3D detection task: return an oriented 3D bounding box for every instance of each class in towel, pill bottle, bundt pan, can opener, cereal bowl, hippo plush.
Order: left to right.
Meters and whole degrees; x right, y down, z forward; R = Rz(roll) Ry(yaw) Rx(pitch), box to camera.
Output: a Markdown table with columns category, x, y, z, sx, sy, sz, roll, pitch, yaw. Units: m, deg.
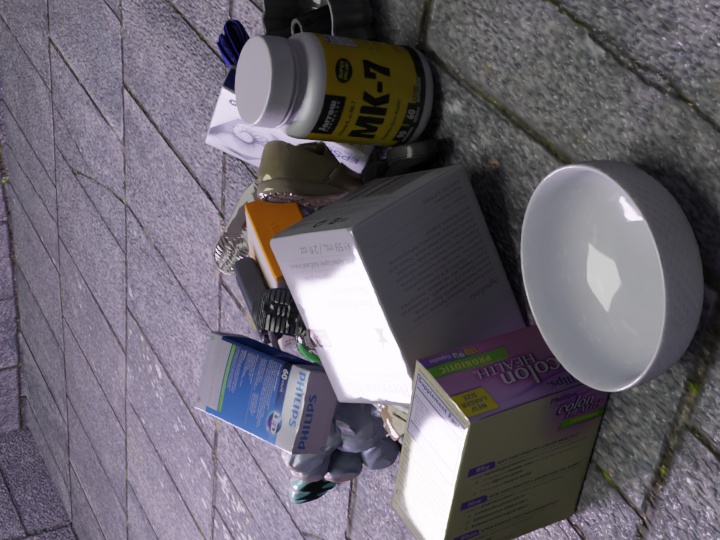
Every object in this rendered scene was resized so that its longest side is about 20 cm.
| category | x | y | z | sx | sy | sz | roll | pitch | yaw |
| --- | --- | --- | --- | --- | --- | --- | --- | --- | --- |
| can opener | -0.138 | 0.078 | 1.608 | 0.054 | 0.066 | 0.201 | 86 | 160 | -60 |
| towel | -0.123 | -0.217 | 1.584 | 0.149 | 0.049 | 0.200 | 62 | -179 | 30 |
| bundt pan | -0.045 | -0.293 | 1.466 | 0.202 | 0.075 | 0.204 | 38 | 134 | 53 |
| hippo plush | -0.038 | 0.170 | 1.573 | 0.201 | 0.157 | 0.162 | 89 | 167 | -60 |
| pill bottle | -0.029 | -0.198 | 1.322 | 0.114 | 0.198 | 0.116 | -3 | 87 | 60 |
| cereal bowl | 0.228 | -0.001 | 1.055 | 0.200 | 0.083 | 0.202 | 36 | 132 | 52 |

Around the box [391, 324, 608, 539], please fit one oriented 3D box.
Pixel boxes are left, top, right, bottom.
| category | x | y | z | sx | sy | sz | roll | pitch | yaw |
| --- | --- | --- | --- | --- | --- | --- | --- | --- | --- |
| box | 0.138 | 0.171 | 1.208 | 0.097 | 0.174 | 0.202 | 48 | 142 | 42 |

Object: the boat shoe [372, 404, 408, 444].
| category | x | y | z | sx | sy | sz | roll | pitch | yaw |
| --- | --- | --- | --- | --- | --- | --- | --- | --- | --- |
| boat shoe | 0.055 | 0.168 | 1.410 | 0.199 | 0.074 | 0.069 | 19 | 95 | 35 |

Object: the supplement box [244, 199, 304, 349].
| category | x | y | z | sx | sy | sz | roll | pitch | yaw |
| --- | --- | --- | --- | --- | --- | --- | --- | --- | --- |
| supplement box | -0.101 | 0.001 | 1.663 | 0.201 | 0.073 | 0.127 | 93 | 155 | -59 |

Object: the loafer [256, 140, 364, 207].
| category | x | y | z | sx | sy | sz | roll | pitch | yaw |
| --- | --- | --- | --- | --- | --- | --- | --- | --- | --- |
| loafer | -0.049 | -0.109 | 1.357 | 0.075 | 0.200 | 0.069 | -3 | 89 | 24 |

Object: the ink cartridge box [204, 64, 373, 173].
| category | x | y | z | sx | sy | sz | roll | pitch | yaw |
| --- | --- | --- | --- | --- | --- | --- | --- | --- | --- |
| ink cartridge box | -0.094 | -0.152 | 1.504 | 0.200 | 0.198 | 0.041 | 123 | 170 | -65 |

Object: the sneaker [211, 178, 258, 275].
| category | x | y | z | sx | sy | sz | roll | pitch | yaw |
| --- | --- | --- | --- | --- | --- | --- | --- | --- | --- |
| sneaker | -0.133 | -0.086 | 1.748 | 0.075 | 0.106 | 0.200 | 45 | 119 | 2 |

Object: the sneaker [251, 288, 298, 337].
| category | x | y | z | sx | sy | sz | roll | pitch | yaw |
| --- | --- | --- | --- | --- | --- | --- | --- | --- | --- |
| sneaker | -0.038 | 0.066 | 1.548 | 0.082 | 0.198 | 0.071 | -16 | -54 | -86 |

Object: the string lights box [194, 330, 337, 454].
| category | x | y | z | sx | sy | sz | roll | pitch | yaw |
| --- | --- | --- | --- | --- | --- | --- | --- | --- | --- |
| string lights box | -0.118 | 0.150 | 1.506 | 0.199 | 0.059 | 0.104 | 17 | 95 | 45 |

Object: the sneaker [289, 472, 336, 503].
| category | x | y | z | sx | sy | sz | roll | pitch | yaw |
| --- | --- | --- | --- | --- | --- | --- | --- | --- | --- |
| sneaker | -0.078 | 0.241 | 1.790 | 0.141 | 0.077 | 0.201 | 59 | 139 | 35 |

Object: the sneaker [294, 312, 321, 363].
| category | x | y | z | sx | sy | sz | roll | pitch | yaw |
| --- | --- | --- | --- | --- | --- | --- | --- | --- | --- |
| sneaker | 0.009 | 0.077 | 1.421 | 0.085 | 0.198 | 0.079 | 4 | 83 | 53 |

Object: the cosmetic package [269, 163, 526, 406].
| category | x | y | z | sx | sy | sz | roll | pitch | yaw |
| --- | --- | --- | --- | --- | --- | --- | --- | --- | --- |
| cosmetic package | 0.040 | 0.017 | 1.280 | 0.164 | 0.164 | 0.202 | -6 | 111 | 56 |

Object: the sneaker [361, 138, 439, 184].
| category | x | y | z | sx | sy | sz | roll | pitch | yaw |
| --- | --- | --- | --- | --- | --- | --- | --- | --- | --- |
| sneaker | 0.050 | -0.082 | 1.401 | 0.200 | 0.059 | 0.106 | 159 | 98 | -69 |
